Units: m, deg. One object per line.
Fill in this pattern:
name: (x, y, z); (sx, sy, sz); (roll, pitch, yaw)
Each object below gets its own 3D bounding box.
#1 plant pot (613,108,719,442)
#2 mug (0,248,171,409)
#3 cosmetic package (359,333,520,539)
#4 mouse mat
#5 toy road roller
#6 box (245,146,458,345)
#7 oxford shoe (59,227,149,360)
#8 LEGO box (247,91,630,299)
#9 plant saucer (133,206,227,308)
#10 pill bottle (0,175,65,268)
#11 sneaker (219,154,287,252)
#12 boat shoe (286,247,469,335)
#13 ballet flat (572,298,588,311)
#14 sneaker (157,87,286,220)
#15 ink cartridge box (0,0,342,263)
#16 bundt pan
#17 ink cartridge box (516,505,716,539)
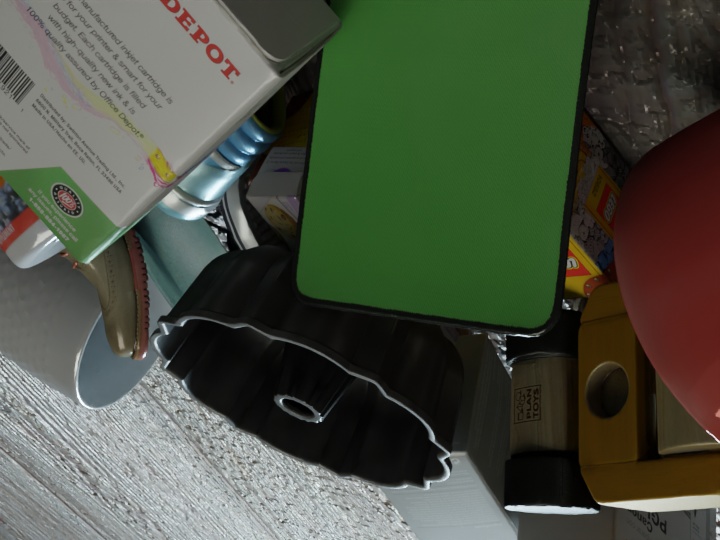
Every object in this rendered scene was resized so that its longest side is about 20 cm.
plant pot: (0.244, -0.021, 0.565); (0.200, 0.201, 0.177); (29, 144, -9)
mug: (-0.259, 0.017, 1.113); (0.175, 0.148, 0.200); (28, -175, 18)
cosmetic package: (0.084, 0.149, 0.914); (0.090, 0.107, 0.200); (-7, 134, 23)
mouse mat: (0.040, -0.073, 0.643); (0.161, 0.201, 0.008); (7, 179, 32)
toy road roller: (0.183, 0.080, 0.728); (0.146, 0.123, 0.200); (14, 160, -34)
box: (0.000, 0.000, 0.781); (0.041, 0.039, 0.200); (6, 148, 36)
oxford shoe: (-0.205, -0.026, 0.916); (0.075, 0.201, 0.070); (-14, 176, -21)
LEGO box: (0.054, -0.050, 0.777); (0.200, 0.077, 0.149); (-6, 140, 46)
plant saucer: (-0.135, 0.001, 0.965); (0.201, 0.039, 0.201); (50, 165, 19)
pill bottle: (-0.239, -0.111, 0.825); (0.200, 0.111, 0.111); (53, 149, -3)
sneaker: (-0.069, -0.013, 0.947); (0.079, 0.079, 0.200); (1, 147, 29)
boat shoe: (0.004, 0.027, 0.923); (0.070, 0.071, 0.200); (-24, 145, 31)
ballet flat: (0.213, 0.063, 0.867); (0.200, 0.070, 0.069); (36, 151, -22)
sneaker: (-0.122, -0.142, 0.779); (0.130, 0.080, 0.200); (-33, 102, 32)
ink cartridge box: (-0.130, -0.120, 0.688); (0.145, 0.084, 0.200); (49, 128, -6)
bundt pan: (-0.024, 0.054, 0.770); (0.201, 0.076, 0.202); (20, 153, 11)
ink cartridge box: (0.190, 0.164, 0.901); (0.083, 0.200, 0.146); (-22, 130, 35)
